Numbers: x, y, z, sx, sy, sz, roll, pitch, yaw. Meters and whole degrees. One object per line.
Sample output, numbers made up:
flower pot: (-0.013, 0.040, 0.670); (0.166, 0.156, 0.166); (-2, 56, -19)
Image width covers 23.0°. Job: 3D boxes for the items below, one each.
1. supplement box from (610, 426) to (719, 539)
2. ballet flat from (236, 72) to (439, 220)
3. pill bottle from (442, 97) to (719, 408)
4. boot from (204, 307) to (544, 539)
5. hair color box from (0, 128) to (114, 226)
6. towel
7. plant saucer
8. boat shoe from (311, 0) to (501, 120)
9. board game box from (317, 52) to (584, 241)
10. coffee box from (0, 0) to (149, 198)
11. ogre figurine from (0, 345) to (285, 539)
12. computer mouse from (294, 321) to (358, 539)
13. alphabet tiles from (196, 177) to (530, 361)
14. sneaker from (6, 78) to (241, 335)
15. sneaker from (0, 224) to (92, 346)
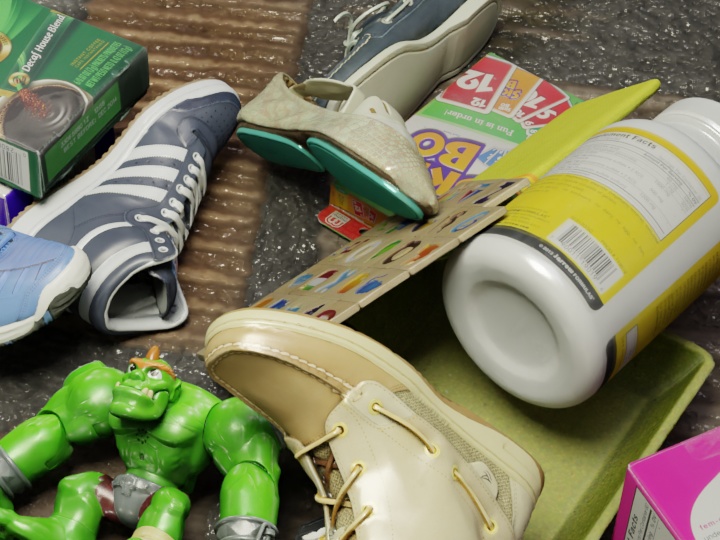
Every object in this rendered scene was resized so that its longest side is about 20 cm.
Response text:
supplement box: (0.224, 0.183, 0.910); (0.101, 0.104, 0.200); (-18, 52, -18)
ballet flat: (-0.010, -0.087, 1.093); (0.200, 0.067, 0.062); (25, 76, 49)
pill bottle: (0.148, -0.018, 1.021); (0.112, 0.112, 0.200); (34, 54, 26)
boot: (-0.008, 0.122, 0.876); (0.200, 0.073, 0.156); (34, 53, -18)
hair color box: (-0.274, -0.099, 1.174); (0.200, 0.065, 0.109); (28, 52, 19)
towel: (0.100, -0.058, 1.089); (0.200, 0.018, 0.086); (-37, 14, -32)
plant saucer: (0.075, 0.084, 1.032); (0.200, 0.048, 0.200); (26, 51, 21)
boat shoe: (0.023, -0.155, 1.235); (0.062, 0.075, 0.200); (31, 51, 21)
board game box: (0.067, -0.072, 1.195); (0.095, 0.030, 0.200); (31, 55, 24)
coffee box: (-0.252, -0.130, 1.131); (0.200, 0.044, 0.123); (24, 50, 18)
ogre figurine: (-0.122, 0.111, 0.967); (0.200, 0.098, 0.120); (-3, 50, 40)
computer mouse: (-0.012, 0.124, 0.955); (0.058, 0.034, 0.201); (-1, 73, 7)
alphabet tiles: (0.000, 0.000, 1.021); (0.200, 0.006, 0.166); (-33, 11, -16)
sneaker: (-0.122, -0.037, 1.117); (0.108, 0.070, 0.200); (31, 59, 30)
sneaker: (-0.252, -0.005, 1.041); (0.199, 0.077, 0.076); (1, 38, 22)
